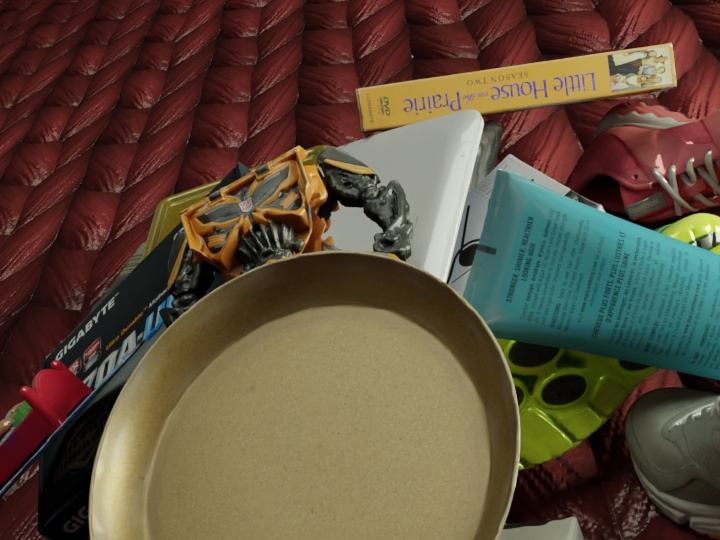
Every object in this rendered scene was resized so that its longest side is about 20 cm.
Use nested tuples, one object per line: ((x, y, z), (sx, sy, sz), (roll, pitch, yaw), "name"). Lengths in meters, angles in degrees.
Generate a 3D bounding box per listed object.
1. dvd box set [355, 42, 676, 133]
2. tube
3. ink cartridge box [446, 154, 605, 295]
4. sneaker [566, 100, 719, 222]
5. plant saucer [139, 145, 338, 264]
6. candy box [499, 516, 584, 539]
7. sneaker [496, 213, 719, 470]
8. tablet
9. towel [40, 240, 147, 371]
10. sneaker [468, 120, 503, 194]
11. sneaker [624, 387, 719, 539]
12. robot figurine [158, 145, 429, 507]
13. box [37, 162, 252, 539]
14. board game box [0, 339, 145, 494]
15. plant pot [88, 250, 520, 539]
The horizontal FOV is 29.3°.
((0.098, -0.118, 0.911), (0.197, 0.030, 0.146), (-8, 5, 2), "dvd box set")
((0.147, 0.016, 0.653), (0.197, 0.079, 0.050), (16, -4, -9), "tube")
((0.050, 0.029, 0.782), (0.200, 0.044, 0.094), (-44, 36, -5), "ink cartridge box")
((0.210, -0.059, 0.872), (0.087, 0.074, 0.199), (-45, 24, -25), "sneaker")
((-0.084, -0.021, 1.000), (0.198, 0.049, 0.201), (-18, 28, 11), "plant saucer")
((-0.002, 0.180, 0.583), (0.198, 0.062, 0.137), (-12, 27, 26), "candy box")
((0.110, 0.041, 0.711), (0.198, 0.075, 0.084), (-29, 2, -9), "sneaker")
((0.000, 0.000, 0.791), (0.129, 0.014, 0.202), (-12, 50, 39), "tablet")
((-0.121, 0.027, 1.033), (0.198, 0.035, 0.193), (-6, 33, 29), "towel")
((0.048, -0.074, 0.945), (0.081, 0.076, 0.200), (15, 8, 12), "sneaker")
((0.175, 0.071, 0.597), (0.075, 0.093, 0.200), (-31, 20, -15), "sneaker")
((-0.029, 0.023, 0.683), (0.144, 0.058, 0.201), (-29, 57, 6), "robot figurine")
((-0.115, 0.053, 0.828), (0.200, 0.046, 0.160), (-42, 33, 19), "box")
((-0.194, 0.097, 0.721), (0.200, 0.039, 0.158), (-50, 5, -32), "board game box")
((-0.024, 0.086, 0.593), (0.197, 0.028, 0.202), (-11, 57, 17), "plant pot")
